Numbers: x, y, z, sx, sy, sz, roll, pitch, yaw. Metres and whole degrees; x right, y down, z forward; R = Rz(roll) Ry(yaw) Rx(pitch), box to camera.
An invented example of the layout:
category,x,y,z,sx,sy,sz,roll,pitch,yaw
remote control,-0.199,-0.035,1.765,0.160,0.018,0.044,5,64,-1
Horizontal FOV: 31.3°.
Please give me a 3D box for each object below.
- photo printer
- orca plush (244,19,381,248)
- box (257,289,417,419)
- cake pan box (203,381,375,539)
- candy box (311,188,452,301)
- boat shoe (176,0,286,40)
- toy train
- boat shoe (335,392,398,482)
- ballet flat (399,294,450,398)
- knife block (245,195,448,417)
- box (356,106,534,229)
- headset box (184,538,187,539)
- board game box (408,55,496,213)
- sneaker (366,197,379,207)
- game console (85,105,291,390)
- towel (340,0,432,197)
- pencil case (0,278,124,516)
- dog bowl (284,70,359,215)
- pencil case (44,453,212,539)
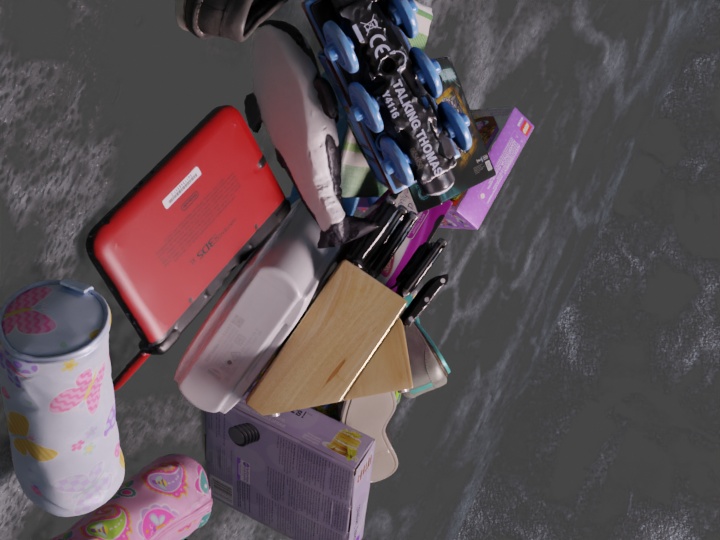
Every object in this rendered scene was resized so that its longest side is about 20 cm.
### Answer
category,x,y,z,sx,sy,sz,roll,pitch,yaw
photo printer,-0.086,0.023,1.202,0.167,0.069,0.200,-54,-177,27
orca plush,-0.031,-0.126,1.122,0.071,0.200,0.105,-29,178,-45
box,-0.041,0.123,1.469,0.200,0.122,0.193,-48,156,-41
cake pan box,-0.079,0.216,1.381,0.052,0.184,0.200,-50,156,-38
candy box,0.000,0.000,1.301,0.137,0.061,0.200,-58,-172,-31
boat shoe,-0.067,-0.232,1.013,0.200,0.057,0.067,-48,155,-43
toy train,0.019,-0.155,1.072,0.087,0.114,0.200,-32,112,-9
boat shoe,0.002,0.156,1.375,0.067,0.057,0.200,-21,142,-11
ballet flat,0.036,0.060,1.355,0.064,0.200,0.067,-29,126,3
knife block,-0.017,0.028,1.146,0.064,0.199,0.176,142,-62,-84
box,0.092,-0.115,1.452,0.039,0.200,0.137,38,74,-29
headset box,-0.177,0.350,1.252,0.174,0.200,0.093,-15,127,-68
board game box,0.072,-0.138,1.248,0.136,0.028,0.200,68,23,-3
sneaker,0.028,-0.147,1.376,0.076,0.105,0.201,22,55,-61
game console,-0.164,-0.019,1.106,0.200,0.118,0.173,-52,127,-37
towel,0.019,-0.170,1.258,0.152,0.023,0.201,-8,113,-71
pencil case,-0.225,0.100,0.980,0.091,0.083,0.200,-43,152,-36
dog bowl,-0.029,-0.110,1.316,0.111,0.049,0.201,-30,140,-61
pencil case,-0.216,0.246,1.193,0.200,0.087,0.088,-34,145,-60
